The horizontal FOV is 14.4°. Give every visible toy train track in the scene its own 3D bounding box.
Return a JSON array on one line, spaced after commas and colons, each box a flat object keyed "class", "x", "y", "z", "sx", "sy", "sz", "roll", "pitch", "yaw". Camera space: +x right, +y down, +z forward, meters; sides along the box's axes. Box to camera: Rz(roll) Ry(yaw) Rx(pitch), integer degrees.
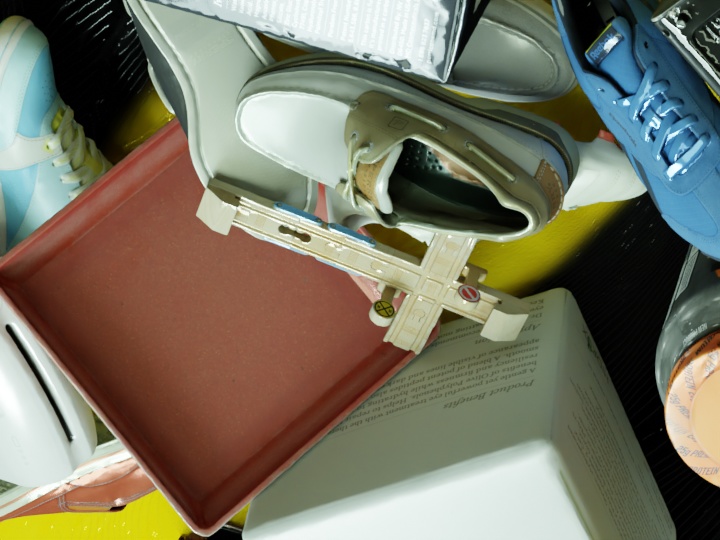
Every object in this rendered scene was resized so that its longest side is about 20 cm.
[{"class": "toy train track", "x": 0.000, "y": 0.000, "z": 1.634, "sx": 0.199, "sy": 0.033, "sz": 0.115, "roll": 22, "pitch": 132, "yaw": -4}]

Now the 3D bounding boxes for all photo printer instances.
[{"class": "photo printer", "x": -0.253, "y": 0.049, "z": 1.763, "sx": 0.199, "sy": 0.069, "sz": 0.167, "roll": 12, "pitch": 137, "yaw": 48}]

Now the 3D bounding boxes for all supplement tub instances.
[{"class": "supplement tub", "x": 0.231, "y": 0.028, "z": 1.569, "sx": 0.122, "sy": 0.200, "sz": 0.123, "roll": 8, "pitch": 123, "yaw": 12}]

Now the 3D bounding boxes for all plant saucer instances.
[{"class": "plant saucer", "x": -0.087, "y": 0.021, "z": 1.680, "sx": 0.200, "sy": 0.199, "sz": 0.037, "roll": 50, "pitch": 161, "yaw": 0}]

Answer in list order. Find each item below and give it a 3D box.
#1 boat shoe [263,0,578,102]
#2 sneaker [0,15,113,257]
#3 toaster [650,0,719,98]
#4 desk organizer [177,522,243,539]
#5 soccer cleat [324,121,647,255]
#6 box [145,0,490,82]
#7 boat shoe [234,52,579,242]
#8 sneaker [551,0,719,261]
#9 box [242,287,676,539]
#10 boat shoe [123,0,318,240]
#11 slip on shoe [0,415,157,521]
[{"class": "boat shoe", "x": 0.028, "y": -0.135, "z": 1.613, "sx": 0.199, "sy": 0.069, "sz": 0.072, "roll": 23, "pitch": 125, "yaw": 3}, {"class": "sneaker", "x": -0.165, "y": -0.059, "z": 1.720, "sx": 0.130, "sy": 0.080, "sz": 0.201, "roll": 14, "pitch": 133, "yaw": 12}, {"class": "toaster", "x": 0.284, "y": -0.133, "z": 1.501, "sx": 0.181, "sy": 0.119, "sz": 0.200, "roll": -36, "pitch": 105, "yaw": 33}, {"class": "desk organizer", "x": -0.094, "y": 0.230, "z": 1.801, "sx": 0.072, "sy": 0.200, "sz": 0.077, "roll": 45, "pitch": 121, "yaw": -12}, {"class": "soccer cleat", "x": 0.074, "y": -0.043, "z": 1.646, "sx": 0.199, "sy": 0.069, "sz": 0.078, "roll": 2, "pitch": 80, "yaw": 22}, {"class": "box", "x": -0.020, "y": -0.201, "z": 1.541, "sx": 0.199, "sy": 0.148, "sz": 0.105, "roll": 16, "pitch": 124, "yaw": 8}, {"class": "boat shoe", "x": 0.018, "y": -0.066, "z": 1.578, "sx": 0.199, "sy": 0.069, "sz": 0.075, "roll": 11, "pitch": 127, "yaw": 15}, {"class": "sneaker", "x": 0.157, "y": -0.085, "z": 1.530, "sx": 0.066, "sy": 0.201, "sz": 0.078, "roll": -40, "pitch": 147, "yaw": 18}, {"class": "box", "x": 0.066, "y": 0.156, "z": 1.702, "sx": 0.198, "sy": 0.172, "sz": 0.201, "roll": -18, "pitch": 117, "yaw": 18}, {"class": "boat shoe", "x": -0.086, "y": -0.112, "z": 1.655, "sx": 0.074, "sy": 0.060, "sz": 0.201, "roll": -31, "pitch": 105, "yaw": -2}, {"class": "slip on shoe", "x": -0.176, "y": 0.133, "z": 1.848, "sx": 0.199, "sy": 0.074, "sz": 0.061, "roll": -21, "pitch": 116, "yaw": 23}]
